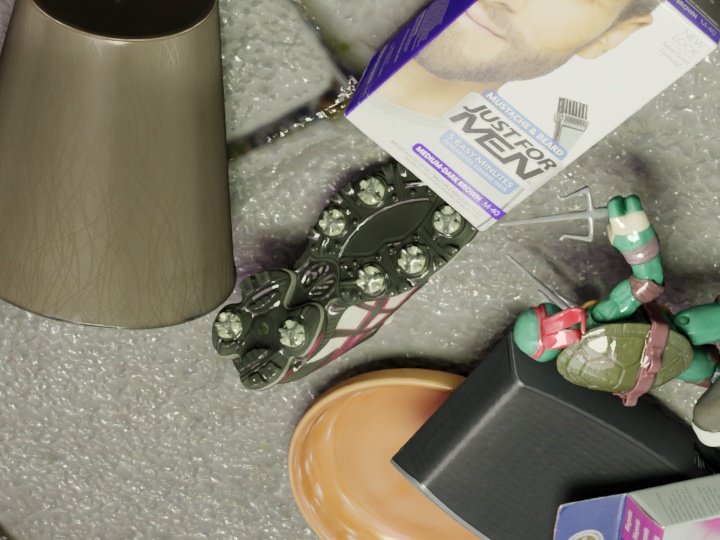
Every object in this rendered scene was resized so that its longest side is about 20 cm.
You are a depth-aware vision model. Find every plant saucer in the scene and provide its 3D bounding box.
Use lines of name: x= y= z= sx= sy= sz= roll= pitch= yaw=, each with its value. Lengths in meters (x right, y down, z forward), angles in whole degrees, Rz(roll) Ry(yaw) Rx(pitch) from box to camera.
plant saucer: x=0.051 y=0.137 z=1.657 sx=0.200 sy=0.037 sz=0.200 roll=10 pitch=132 yaw=11

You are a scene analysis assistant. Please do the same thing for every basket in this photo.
basket: x=-0.152 y=-0.086 z=1.480 sx=0.180 sy=0.136 sz=0.200 roll=13 pitch=128 yaw=4

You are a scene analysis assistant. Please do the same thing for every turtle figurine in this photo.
turtle figurine: x=0.159 y=0.030 z=1.470 sx=0.200 sy=0.101 sz=0.150 roll=9 pitch=153 yaw=-16

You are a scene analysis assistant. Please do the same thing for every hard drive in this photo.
hard drive: x=0.133 y=0.134 z=1.575 sx=0.200 sy=0.042 sz=0.135 roll=32 pitch=114 yaw=-25

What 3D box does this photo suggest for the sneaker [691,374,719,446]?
sneaker: x=0.246 y=0.022 z=1.397 sx=0.082 sy=0.077 sz=0.200 roll=49 pitch=127 yaw=4

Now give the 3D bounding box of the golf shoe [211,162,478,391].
golf shoe: x=0.000 y=0.000 z=1.544 sx=0.200 sy=0.088 sz=0.077 roll=-35 pitch=71 yaw=19

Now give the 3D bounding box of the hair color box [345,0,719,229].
hair color box: x=0.097 y=-0.121 z=1.394 sx=0.109 sy=0.065 sz=0.200 roll=39 pitch=129 yaw=-14

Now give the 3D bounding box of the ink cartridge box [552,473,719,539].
ink cartridge box: x=0.216 y=0.210 z=1.594 sx=0.200 sy=0.043 sz=0.197 roll=-11 pitch=133 yaw=-15
